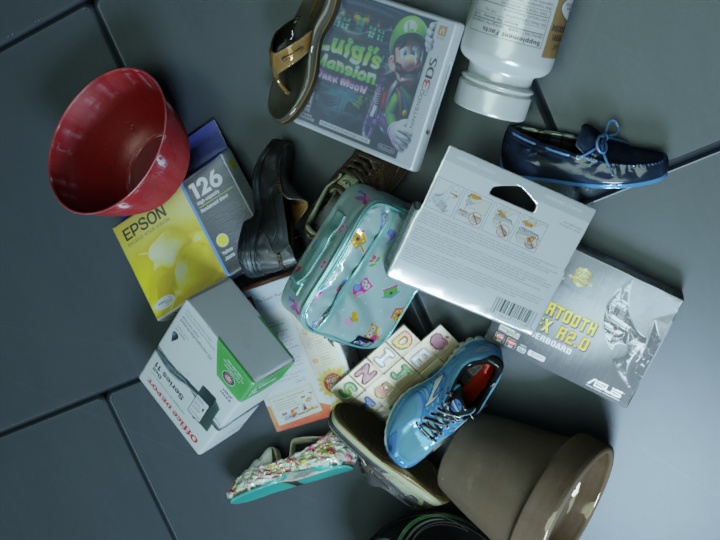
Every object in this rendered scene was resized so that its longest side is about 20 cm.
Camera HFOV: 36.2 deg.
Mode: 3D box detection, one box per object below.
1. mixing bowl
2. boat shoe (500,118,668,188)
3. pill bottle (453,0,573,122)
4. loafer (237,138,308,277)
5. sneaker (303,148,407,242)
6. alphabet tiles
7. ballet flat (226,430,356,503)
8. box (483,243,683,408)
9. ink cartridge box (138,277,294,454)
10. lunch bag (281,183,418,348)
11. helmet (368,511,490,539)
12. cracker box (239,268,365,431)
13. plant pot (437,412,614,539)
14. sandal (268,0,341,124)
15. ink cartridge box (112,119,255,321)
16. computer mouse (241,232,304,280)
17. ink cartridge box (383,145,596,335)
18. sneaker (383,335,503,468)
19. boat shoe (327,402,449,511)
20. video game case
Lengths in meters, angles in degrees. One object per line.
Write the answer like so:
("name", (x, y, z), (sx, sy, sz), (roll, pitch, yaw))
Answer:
("mixing bowl", (-0.296, -0.149, 1.435), (0.200, 0.108, 0.201), (-12, 66, 29))
("boat shoe", (0.265, -0.140, 1.313), (0.199, 0.084, 0.069), (3, 116, 12))
("pill bottle", (0.179, -0.282, 1.286), (0.114, 0.114, 0.201), (19, 108, 10))
("loafer", (-0.099, -0.081, 1.393), (0.072, 0.073, 0.201), (-3, 61, 18))
("sneaker", (0.001, -0.111, 1.386), (0.070, 0.076, 0.200), (37, 100, 8))
("alphabet tiles", (0.064, 0.167, 1.450), (0.200, 0.006, 0.166), (-42, 107, 11))
("ballet flat", (-0.097, 0.270, 1.535), (0.199, 0.076, 0.064), (-19, 67, 15))
("box", (0.277, 0.056, 1.378), (0.199, 0.048, 0.159), (27, 109, 8))
("ink cartridge box", (-0.195, 0.130, 1.462), (0.147, 0.083, 0.200), (49, 135, 12))
("lunch bag", (0.000, 0.000, 1.372), (0.077, 0.160, 0.200), (40, 103, 44))
("helmet", (0.095, 0.410, 1.442), (0.200, 0.190, 0.201), (33, 133, 44))
("cracker box", (-0.083, 0.102, 1.484), (0.134, 0.058, 0.201), (-18, 99, 18))
("plant pot", (0.199, 0.268, 1.396), (0.174, 0.200, 0.201), (28, 110, 27))
("sandal", (-0.080, -0.281, 1.369), (0.082, 0.054, 0.200), (49, 123, 46))
("ink cartridge box", (-0.232, -0.066, 1.472), (0.197, 0.047, 0.200), (-31, 84, 20))
("computer mouse", (-0.078, -0.047, 1.465), (0.200, 0.034, 0.059), (-28, 83, 14))
("ink cartridge box", (0.152, -0.037, 1.312), (0.199, 0.044, 0.174), (22, 104, -10))
("sneaker", (0.105, 0.167, 1.384), (0.078, 0.090, 0.200), (40, 90, -10))
("boat shoe", (0.028, 0.251, 1.436), (0.200, 0.073, 0.065), (41, 120, -12))
("video game case", (0.017, -0.238, 1.345), (0.200, 0.023, 0.182), (26, 106, 33))
